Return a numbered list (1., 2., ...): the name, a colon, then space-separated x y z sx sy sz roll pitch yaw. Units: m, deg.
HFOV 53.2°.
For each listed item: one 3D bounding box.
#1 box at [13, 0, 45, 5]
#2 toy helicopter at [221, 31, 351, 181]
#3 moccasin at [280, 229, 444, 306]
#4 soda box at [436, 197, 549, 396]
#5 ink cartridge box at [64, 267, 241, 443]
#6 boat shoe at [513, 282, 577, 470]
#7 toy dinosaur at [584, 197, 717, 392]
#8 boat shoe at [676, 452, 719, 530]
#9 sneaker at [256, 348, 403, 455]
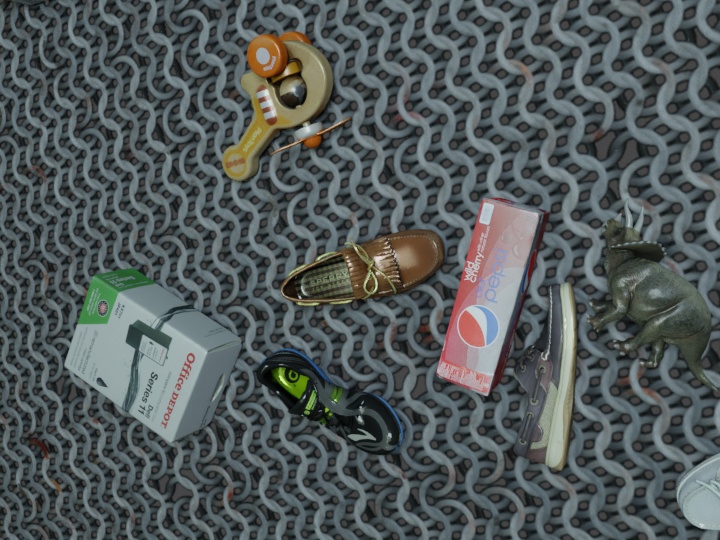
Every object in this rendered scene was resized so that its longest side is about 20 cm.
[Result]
1. box: -0.443 -0.468 0.902 0.171 0.199 0.201 -2 95 24
2. toy helicopter: -0.100 -0.178 0.865 0.132 0.079 0.200 44 121 4
3. moccasin: 0.000 -0.002 0.825 0.200 0.078 0.074 -9 92 24
4. soda box: 0.141 0.026 0.770 0.063 0.070 0.201 18 102 20
5. ink cartridge box: -0.276 0.110 0.954 0.199 0.083 0.147 29 107 17
6. boat shoe: 0.193 0.111 0.758 0.064 0.072 0.201 4 103 18
7. toy dinosaur: 0.289 0.037 0.705 0.102 0.077 0.200 -46 74 28
8. boat shoe: 0.391 0.207 0.669 0.201 0.065 0.075 -24 91 39
9. sneaker: -0.042 0.163 0.858 0.199 0.083 0.071 29 106 18
